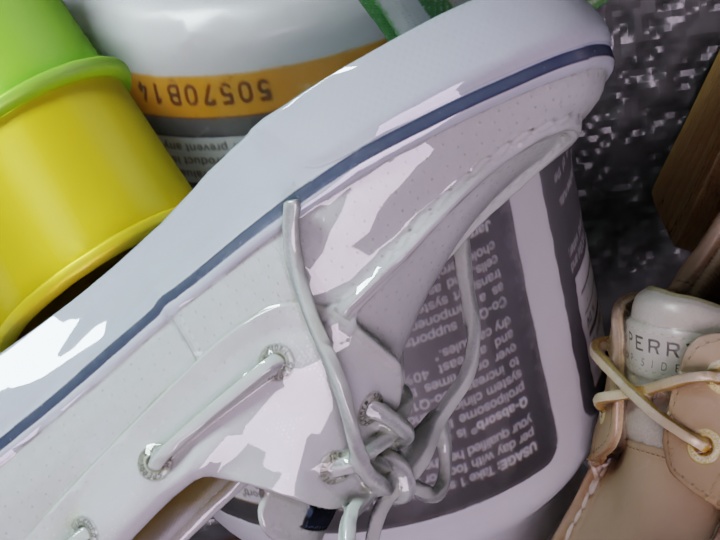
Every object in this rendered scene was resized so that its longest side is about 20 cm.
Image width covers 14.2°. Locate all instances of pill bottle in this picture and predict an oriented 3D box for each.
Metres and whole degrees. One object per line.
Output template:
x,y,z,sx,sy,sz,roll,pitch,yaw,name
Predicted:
0.000,0.000,0.714,0.116,0.117,0.201,-13,118,0,pill bottle

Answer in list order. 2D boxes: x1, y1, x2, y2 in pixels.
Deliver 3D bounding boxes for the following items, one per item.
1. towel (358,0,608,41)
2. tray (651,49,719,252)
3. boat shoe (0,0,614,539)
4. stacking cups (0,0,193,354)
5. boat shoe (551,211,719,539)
0.049,-0.151,0.629,0.200,0.023,0.153,-40,101,-16,towel
0.161,-0.084,0.736,0.098,0.037,0.201,17,115,-16,tray
-0.016,0.030,0.589,0.202,0.075,0.086,-38,75,7,boat shoe
-0.102,-0.077,0.640,0.060,0.060,0.201,-34,76,11,stacking cups
0.088,0.026,0.690,0.069,0.074,0.200,48,69,-33,boat shoe
